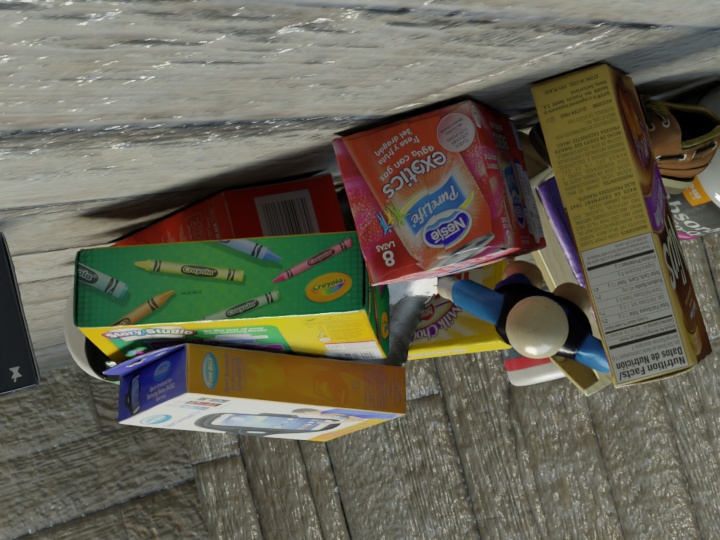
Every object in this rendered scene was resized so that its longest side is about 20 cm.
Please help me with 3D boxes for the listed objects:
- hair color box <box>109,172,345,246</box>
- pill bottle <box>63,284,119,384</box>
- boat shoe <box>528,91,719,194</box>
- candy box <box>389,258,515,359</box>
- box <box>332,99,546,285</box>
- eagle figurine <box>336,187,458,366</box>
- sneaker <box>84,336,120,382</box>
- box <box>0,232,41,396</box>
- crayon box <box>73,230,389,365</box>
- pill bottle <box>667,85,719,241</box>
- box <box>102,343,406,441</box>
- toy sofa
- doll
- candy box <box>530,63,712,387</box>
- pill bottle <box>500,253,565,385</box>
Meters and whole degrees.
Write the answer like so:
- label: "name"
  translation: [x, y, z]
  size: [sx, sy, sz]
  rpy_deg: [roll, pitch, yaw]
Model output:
- label: "hair color box"
  translation: [-0.107, -0.017, 1.257]
  size: [0.101, 0.061, 0.200]
  rpy_deg: [-11, 175, -36]
- label: "pill bottle"
  translation: [-0.161, 0.055, 1.443]
  size: [0.113, 0.113, 0.200]
  rpy_deg: [-16, 162, 23]
- label: "boat shoe"
  translation: [0.204, -0.106, 1.233]
  size: [0.200, 0.072, 0.068]
  rpy_deg: [-3, 142, -50]
- label: "candy box"
  translation: [0.040, 0.026, 1.395]
  size: [0.199, 0.103, 0.026]
  rpy_deg: [-9, 160, 32]
- label: "box"
  translation: [0.059, -0.049, 1.105]
  size: [0.095, 0.100, 0.200]
  rpy_deg: [-16, 178, 13]
- label: "eagle figurine"
  translation: [-0.007, -0.001, 1.326]
  size: [0.151, 0.152, 0.200]
  rpy_deg: [17, 142, -23]
- label: "sneaker"
  translation: [-0.103, 0.047, 1.251]
  size: [0.199, 0.074, 0.089]
  rpy_deg: [-4, 176, 9]
- label: "box"
  translation: [-0.335, 0.057, 1.060]
  size: [0.199, 0.104, 0.182]
  rpy_deg: [-14, 178, -30]
- label: "crayon box"
  translation: [-0.085, 0.024, 1.130]
  size: [0.199, 0.058, 0.119]
  rpy_deg: [-3, 161, 7]
- label: "pill bottle"
  translation: [0.298, -0.092, 1.377]
  size: [0.116, 0.117, 0.200]
  rpy_deg: [-14, 177, -28]
- label: "box"
  translation: [-0.081, 0.089, 1.173]
  size: [0.199, 0.042, 0.119]
  rpy_deg: [6, 162, -30]
- label: "toy sofa"
  translation: [0.168, -0.012, 1.285]
  size: [0.097, 0.200, 0.083]
  rpy_deg: [-30, -157, -5]
- label: "doll"
  translation: [0.117, 0.031, 1.106]
  size: [0.136, 0.049, 0.200]
  rpy_deg: [24, -172, 3]
- label: "candy box"
  translation: [0.174, -0.029, 1.074]
  size: [0.056, 0.201, 0.117]
  rpy_deg: [-15, 178, 18]
- label: "pill bottle"
  translation: [0.162, -0.010, 1.422]
  size: [0.119, 0.201, 0.120]
  rpy_deg: [-15, 177, -1]
